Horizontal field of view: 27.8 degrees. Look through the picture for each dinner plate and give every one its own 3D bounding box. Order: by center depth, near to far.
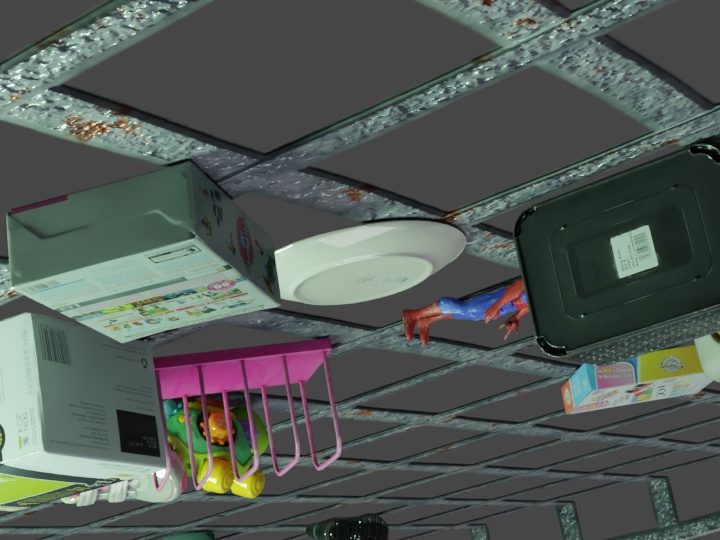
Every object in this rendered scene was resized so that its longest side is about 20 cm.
[{"bbox_3d":[0.000,0.000,1.314,0.198,0.024,0.200,-10,164,-3],"label":"dinner plate"}]

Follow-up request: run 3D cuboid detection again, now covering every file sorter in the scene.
[{"bbox_3d":[-0.132,0.162,1.580,0.198,0.127,0.139,-6,163,-16],"label":"file sorter"}]

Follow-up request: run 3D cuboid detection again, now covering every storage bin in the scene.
[{"bbox_3d":[0.244,-0.009,1.234,0.199,0.137,0.093,-21,161,30],"label":"storage bin"}]

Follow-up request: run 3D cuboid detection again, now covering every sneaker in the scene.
[{"bbox_3d":[-0.294,0.230,1.633,0.198,0.082,0.088,8,-152,11],"label":"sneaker"},{"bbox_3d":[-0.024,0.534,2.991,0.199,0.076,0.079,15,164,-42],"label":"sneaker"}]

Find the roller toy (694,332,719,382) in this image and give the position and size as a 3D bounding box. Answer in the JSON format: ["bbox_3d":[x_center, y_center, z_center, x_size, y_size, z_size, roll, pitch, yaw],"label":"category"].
[{"bbox_3d":[0.434,0.041,1.512,0.181,0.141,0.200,-10,163,-5],"label":"roller toy"}]

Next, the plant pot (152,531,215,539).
[{"bbox_3d":[-0.340,0.616,2.808,0.198,0.198,0.200,-9,163,-3],"label":"plant pot"}]

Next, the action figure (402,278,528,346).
[{"bbox_3d":[0.144,0.035,1.481,0.199,0.052,0.065,-21,157,22],"label":"action figure"}]

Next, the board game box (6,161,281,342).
[{"bbox_3d":[-0.160,-0.008,1.118,0.146,0.065,0.200,-13,162,11],"label":"board game box"}]

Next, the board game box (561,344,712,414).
[{"bbox_3d":[0.391,0.149,2.011,0.198,0.041,0.153,-8,163,-8],"label":"board game box"}]

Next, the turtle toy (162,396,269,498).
[{"bbox_3d":[-0.177,0.205,1.727,0.145,0.102,0.200,11,173,26],"label":"turtle toy"}]

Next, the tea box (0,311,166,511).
[{"bbox_3d":[-0.322,0.140,1.375,0.195,0.135,0.200,-18,162,21],"label":"tea box"}]
